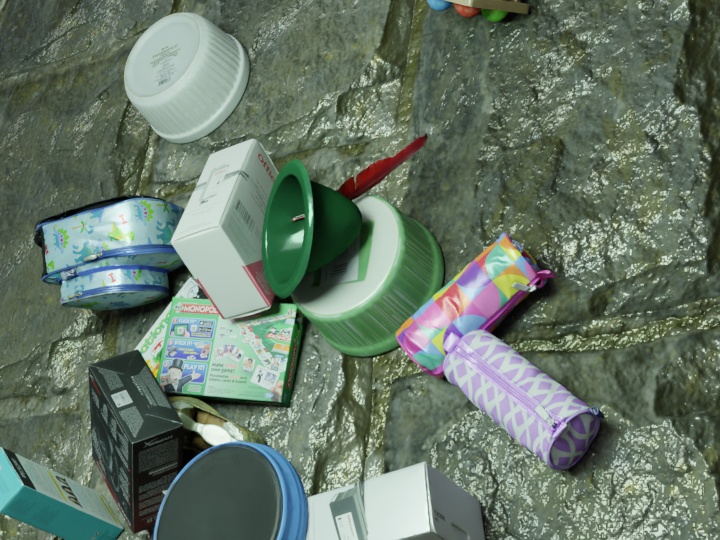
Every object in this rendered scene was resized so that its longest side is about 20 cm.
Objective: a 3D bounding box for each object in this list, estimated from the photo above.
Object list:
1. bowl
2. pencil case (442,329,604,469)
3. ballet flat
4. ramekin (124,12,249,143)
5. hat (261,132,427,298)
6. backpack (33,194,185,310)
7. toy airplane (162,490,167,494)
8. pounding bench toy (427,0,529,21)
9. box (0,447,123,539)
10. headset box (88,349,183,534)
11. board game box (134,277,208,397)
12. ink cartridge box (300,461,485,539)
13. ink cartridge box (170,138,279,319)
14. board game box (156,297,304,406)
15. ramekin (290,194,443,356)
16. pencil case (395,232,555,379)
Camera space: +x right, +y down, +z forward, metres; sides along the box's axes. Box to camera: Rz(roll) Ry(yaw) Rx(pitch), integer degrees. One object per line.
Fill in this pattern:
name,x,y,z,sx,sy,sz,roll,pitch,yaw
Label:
bowl,-0.151,0.287,1.366,0.198,0.039,0.203,-18,55,27
pencil case,0.179,0.144,1.379,0.199,0.085,0.085,36,99,43
ballet flat,-0.213,0.209,1.607,0.198,0.071,0.071,19,76,29
ramekin,-0.286,-0.317,1.950,0.198,0.105,0.203,-16,56,26
hat,-0.013,-0.054,1.539,0.201,0.174,0.167,122,143,-47
backpack,-0.348,-0.022,1.784,0.198,0.183,0.149,-17,79,22
toy airplane,-0.179,0.330,1.484,0.199,0.140,0.201,-34,42,30
pounding bench toy,0.185,-0.428,1.682,0.124,0.198,0.158,25,112,43
box,-0.409,0.309,1.619,0.049,0.200,0.082,-48,48,0
headset box,-0.296,0.232,1.602,0.076,0.202,0.149,-17,46,-26
board game box,-0.262,0.123,1.731,0.126,0.035,0.201,36,88,41
ink cartridge box,0.024,0.298,1.360,0.198,0.144,0.085,-21,54,23
ink cartridge box,-0.163,-0.057,1.651,0.082,0.147,0.201,-15,34,24
board game box,-0.178,0.109,1.652,0.197,0.029,0.137,3,72,24
ramekin,0.000,0.000,1.575,0.198,0.098,0.203,-16,57,27
pencil case,0.136,0.043,1.470,0.200,0.088,0.089,-43,49,9
